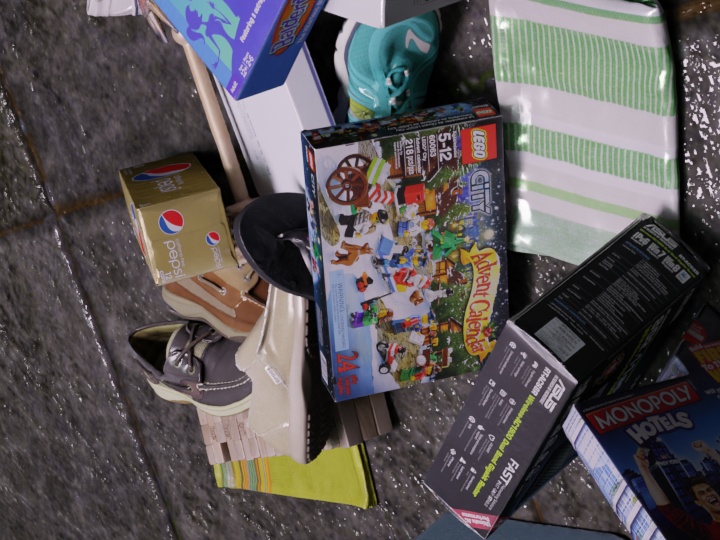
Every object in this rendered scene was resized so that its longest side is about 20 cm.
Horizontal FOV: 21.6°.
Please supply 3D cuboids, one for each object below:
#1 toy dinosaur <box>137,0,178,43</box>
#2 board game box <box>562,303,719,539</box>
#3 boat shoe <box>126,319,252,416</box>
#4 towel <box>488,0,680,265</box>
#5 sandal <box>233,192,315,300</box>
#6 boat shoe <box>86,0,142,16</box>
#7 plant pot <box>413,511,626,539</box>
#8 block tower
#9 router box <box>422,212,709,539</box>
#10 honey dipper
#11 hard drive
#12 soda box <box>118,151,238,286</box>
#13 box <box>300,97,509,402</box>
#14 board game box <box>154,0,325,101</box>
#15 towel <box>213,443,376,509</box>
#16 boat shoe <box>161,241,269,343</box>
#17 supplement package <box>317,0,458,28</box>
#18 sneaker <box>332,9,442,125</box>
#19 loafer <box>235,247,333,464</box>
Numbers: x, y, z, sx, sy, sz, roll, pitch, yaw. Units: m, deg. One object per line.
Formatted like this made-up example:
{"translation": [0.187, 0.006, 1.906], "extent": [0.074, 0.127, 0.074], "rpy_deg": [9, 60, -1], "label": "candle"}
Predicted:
{"translation": [-0.090, -0.219, 1.365], "extent": [0.200, 0.135, 0.086], "rpy_deg": [-9, 97, 29], "label": "toy dinosaur"}
{"translation": [0.226, 0.120, 1.199], "extent": [0.200, 0.200, 0.062], "rpy_deg": [57, 141, 32], "label": "board game box"}
{"translation": [-0.138, 0.076, 1.595], "extent": [0.066, 0.072, 0.201], "rpy_deg": [40, 159, -27], "label": "boat shoe"}
{"translation": [0.149, -0.094, 1.272], "extent": [0.152, 0.023, 0.200], "rpy_deg": [17, 121, 41], "label": "towel"}
{"translation": [0.001, -0.001, 1.387], "extent": [0.200, 0.075, 0.048], "rpy_deg": [29, 156, -19], "label": "sandal"}
{"translation": [-0.207, -0.299, 1.508], "extent": [0.072, 0.066, 0.200], "rpy_deg": [-118, 21, -58], "label": "boat shoe"}
{"translation": [0.087, 0.319, 1.415], "extent": [0.196, 0.200, 0.196], "rpy_deg": [1, 111, 48], "label": "plant pot"}
{"translation": [-0.057, 0.124, 1.572], "extent": [0.200, 0.054, 0.058], "rpy_deg": [-16, 88, 47], "label": "block tower"}
{"translation": [0.135, 0.073, 1.256], "extent": [0.062, 0.150, 0.200], "rpy_deg": [42, 142, 16], "label": "router box"}
{"translation": [-0.109, -0.105, 1.493], "extent": [0.038, 0.038, 0.200], "rpy_deg": [-13, 96, 50], "label": "honey dipper"}
{"translation": [-0.064, -0.121, 1.427], "extent": [0.132, 0.025, 0.200], "rpy_deg": [70, 165, -6], "label": "hard drive"}
{"translation": [-0.148, -0.045, 1.513], "extent": [0.200, 0.068, 0.064], "rpy_deg": [-133, 29, -73], "label": "soda box"}
{"translation": [0.034, -0.013, 1.335], "extent": [0.038, 0.136, 0.200], "rpy_deg": [-123, 25, -59], "label": "box"}
{"translation": [-0.094, -0.226, 1.139], "extent": [0.200, 0.045, 0.152], "rpy_deg": [51, 139, 18], "label": "board game box"}
{"translation": [-0.067, 0.159, 1.643], "extent": [0.200, 0.018, 0.086], "rpy_deg": [1, 111, 47], "label": "towel"}
{"translation": [-0.098, 0.010, 1.557], "extent": [0.200, 0.076, 0.074], "rpy_deg": [14, 116, 42], "label": "boat shoe"}
{"translation": [0.029, -0.261, 1.177], "extent": [0.152, 0.200, 0.151], "rpy_deg": [24, 126, 39], "label": "supplement package"}
{"translation": [0.023, -0.114, 1.347], "extent": [0.200, 0.077, 0.080], "rpy_deg": [99, 159, -46], "label": "sneaker"}
{"translation": [-0.060, 0.054, 1.451], "extent": [0.068, 0.076, 0.200], "rpy_deg": [8, 110, 18], "label": "loafer"}
